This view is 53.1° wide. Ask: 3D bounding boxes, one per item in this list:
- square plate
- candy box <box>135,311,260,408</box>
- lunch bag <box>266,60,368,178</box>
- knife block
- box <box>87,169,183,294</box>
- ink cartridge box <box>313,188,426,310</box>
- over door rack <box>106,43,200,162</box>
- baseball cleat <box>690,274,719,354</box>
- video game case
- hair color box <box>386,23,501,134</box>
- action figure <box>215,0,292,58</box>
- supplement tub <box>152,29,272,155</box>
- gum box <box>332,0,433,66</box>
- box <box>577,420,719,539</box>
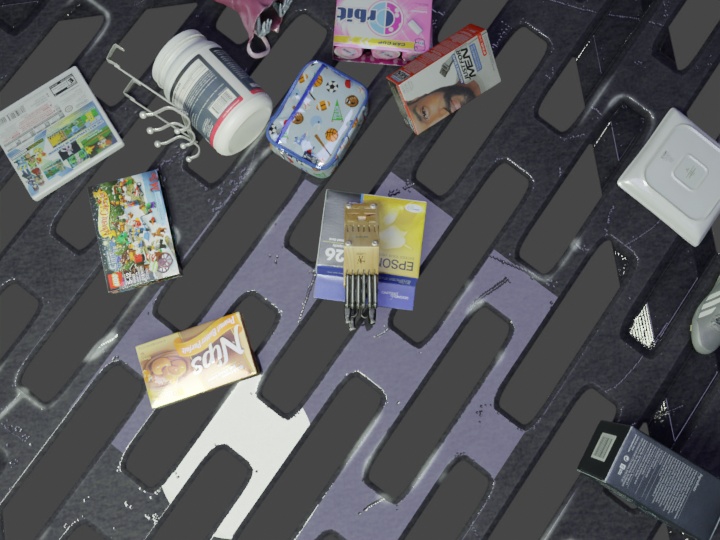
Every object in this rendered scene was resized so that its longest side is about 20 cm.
[{"bbox_3d":[0.631,-0.185,1.394,0.197,0.028,0.201,39,82,3],"label":"square plate"},{"bbox_3d":[-0.292,0.163,1.304,0.196,0.055,0.118,-18,83,-5],"label":"candy box"},{"bbox_3d":[-0.085,-0.285,1.365,0.159,0.076,0.202,30,81,5],"label":"lunch bag"},{"bbox_3d":[0.000,0.000,1.300,0.063,0.178,0.202,1,38,-2],"label":"knife block"},{"bbox_3d":[-0.419,-0.071,1.342,0.134,0.038,0.204,-14,83,-4],"label":"box"},{"bbox_3d":[0.017,-0.040,1.348,0.193,0.047,0.204,7,80,-1],"label":"ink cartridge box"},{"bbox_3d":[-0.384,-0.294,1.320,0.200,0.148,0.067,45,78,4],"label":"over door rack"},{"bbox_3d":[0.677,0.059,1.322,0.069,0.106,0.203,26,84,-3],"label":"baseball cleat"},{"bbox_3d":[-0.580,-0.262,1.373,0.198,0.022,0.184,-33,84,-7],"label":"video game case"},{"bbox_3d":[0.159,-0.361,1.360,0.198,0.064,0.112,-33,126,-5],"label":"hair color box"},{"bbox_3d":[-0.232,-0.529,1.399,0.198,0.134,0.151,29,125,15],"label":"action figure"},{"bbox_3d":[-0.272,-0.327,1.329,0.140,0.140,0.200,-44,84,-7],"label":"supplement tub"},{"bbox_3d":[0.047,-0.467,1.396,0.195,0.066,0.116,4,81,-1],"label":"gum box"},{"bbox_3d":[0.505,0.361,1.253,0.198,0.149,0.108,30,83,3],"label":"box"}]
